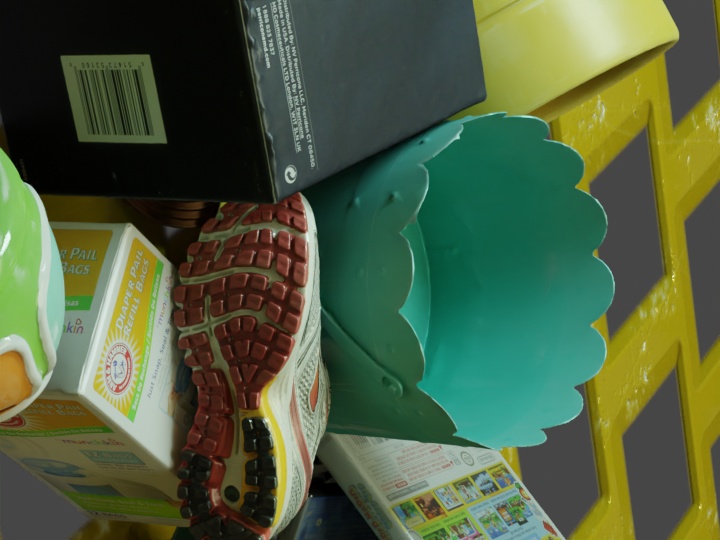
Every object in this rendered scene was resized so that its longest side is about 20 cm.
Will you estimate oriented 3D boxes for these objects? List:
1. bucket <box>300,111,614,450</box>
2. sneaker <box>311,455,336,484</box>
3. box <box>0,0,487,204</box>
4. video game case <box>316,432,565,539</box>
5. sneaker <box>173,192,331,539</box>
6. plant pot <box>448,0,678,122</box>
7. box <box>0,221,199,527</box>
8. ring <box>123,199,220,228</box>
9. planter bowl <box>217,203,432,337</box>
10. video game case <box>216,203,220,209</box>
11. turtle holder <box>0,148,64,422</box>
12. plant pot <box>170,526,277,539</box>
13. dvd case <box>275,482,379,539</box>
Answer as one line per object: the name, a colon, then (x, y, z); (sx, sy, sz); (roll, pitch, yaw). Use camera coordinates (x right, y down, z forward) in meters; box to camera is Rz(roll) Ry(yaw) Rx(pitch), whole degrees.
bucket: (0.039, 0.007, 1.357); (0.207, 0.134, 0.209); (5, 84, -51)
sneaker: (-0.018, 0.161, 1.586); (0.200, 0.071, 0.080); (63, 35, -44)
box: (-0.068, -0.122, 1.297); (0.198, 0.199, 0.124); (-29, 116, -46)
video game case: (0.064, 0.162, 1.536); (0.182, 0.023, 0.200); (53, 22, 12)
sneaker: (-0.056, 0.050, 1.275); (0.082, 0.077, 0.201); (-15, 114, -66)
plant pot: (0.078, -0.185, 1.524); (0.190, 0.200, 0.201); (61, 31, 2)
box: (-0.141, 0.061, 1.298); (0.200, 0.112, 0.102); (50, 48, -54)
ring: (-0.100, -0.126, 1.433); (0.200, 0.019, 0.202); (-7, 99, -51)
planter bowl: (0.000, 0.000, 1.484); (0.200, 0.083, 0.202); (-2, 92, -51)
video game case: (-0.050, -0.062, 1.565); (0.200, 0.022, 0.183); (-33, 120, -57)
turtle holder: (-0.220, 0.000, 1.146); (0.141, 0.185, 0.132); (-44, 138, -10)
plant pot: (-0.024, 0.253, 1.400); (0.199, 0.141, 0.142); (29, 82, -33)
dvd case: (-0.030, 0.233, 1.536); (0.142, 0.017, 0.201); (4, 108, -57)
